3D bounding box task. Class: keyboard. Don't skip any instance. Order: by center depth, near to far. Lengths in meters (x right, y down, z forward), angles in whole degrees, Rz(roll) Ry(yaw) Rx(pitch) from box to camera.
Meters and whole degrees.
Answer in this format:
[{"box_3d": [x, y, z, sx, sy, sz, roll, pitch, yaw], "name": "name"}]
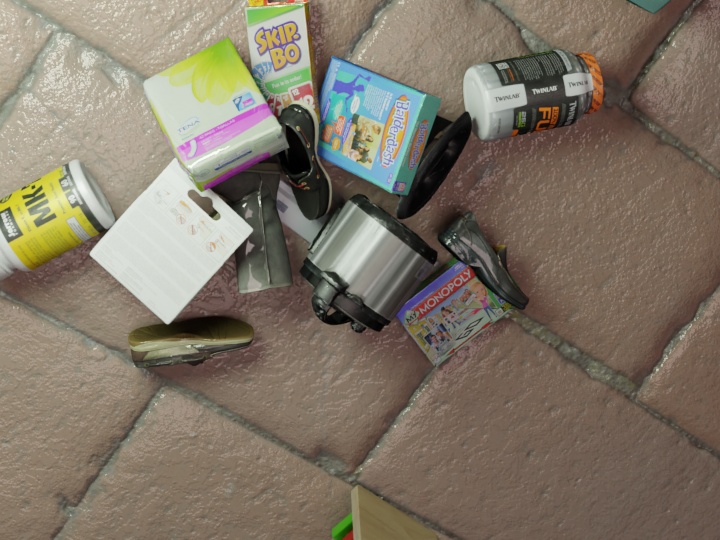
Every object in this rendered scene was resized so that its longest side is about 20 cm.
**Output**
[{"box_3d": [-0.123, -0.110, 1.663, 0.200, 0.011, 0.056, 37, 101, -21], "name": "keyboard"}]

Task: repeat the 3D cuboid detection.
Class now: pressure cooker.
[{"box_3d": [0.002, 0.002, 1.634, 0.176, 0.179, 0.200, 34, 95, -29], "name": "pressure cooker"}]

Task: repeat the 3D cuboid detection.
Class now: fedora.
[{"box_3d": [0.089, -0.181, 1.627, 0.091, 0.201, 0.201, 34, 99, 12], "name": "fedora"}]

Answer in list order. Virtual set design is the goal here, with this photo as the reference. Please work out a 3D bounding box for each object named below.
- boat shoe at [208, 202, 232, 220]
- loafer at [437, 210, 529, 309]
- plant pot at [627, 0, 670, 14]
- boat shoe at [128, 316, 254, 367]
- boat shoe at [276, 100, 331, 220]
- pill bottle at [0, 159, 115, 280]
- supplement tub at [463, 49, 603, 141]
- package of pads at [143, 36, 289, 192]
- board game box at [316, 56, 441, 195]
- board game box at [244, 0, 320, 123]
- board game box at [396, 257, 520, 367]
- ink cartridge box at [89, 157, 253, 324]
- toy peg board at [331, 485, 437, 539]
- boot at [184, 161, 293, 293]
[{"box_3d": [-0.260, -0.015, 1.624, 0.200, 0.075, 0.068, -42, 107, 2], "name": "boat shoe"}, {"box_3d": [0.219, -0.013, 1.714, 0.200, 0.073, 0.072, 43, 89, -23], "name": "loafer"}, {"box_3d": [0.459, -0.512, 1.602, 0.141, 0.141, 0.200, 23, 108, -19], "name": "plant pot"}, {"box_3d": [-0.272, 0.120, 1.674, 0.199, 0.073, 0.065, -2, 119, -9], "name": "boat shoe"}, {"box_3d": [-0.093, -0.157, 1.587, 0.073, 0.063, 0.202, 14, 134, 26], "name": "boat shoe"}, {"box_3d": [-0.477, -0.069, 1.533, 0.200, 0.114, 0.115, -30, 112, -3], "name": "pill bottle"}, {"box_3d": [0.273, -0.280, 1.640, 0.199, 0.123, 0.123, -12, 110, -9], "name": "supplement tub"}, {"box_3d": [-0.215, -0.226, 1.509, 0.154, 0.200, 0.068, -27, 151, -4], "name": "package of pads"}, {"box_3d": [0.013, -0.220, 1.562, 0.045, 0.200, 0.153, 4, 111, -50], "name": "board game box"}, {"box_3d": [-0.118, -0.318, 1.566, 0.095, 0.030, 0.201, 0, 108, 15], "name": "board game box"}, {"box_3d": [0.167, 0.055, 1.776, 0.200, 0.029, 0.135, -38, 113, 1], "name": "board game box"}, {"box_3d": [-0.280, -0.044, 1.550, 0.160, 0.047, 0.200, 43, 99, -4], "name": "ink cartridge box"}, {"box_3d": [0.042, 0.517, 1.818, 0.200, 0.199, 0.098, 36, 112, -21], "name": "toy peg board"}, {"box_3d": [-0.185, -0.065, 1.582, 0.181, 0.072, 0.201, -2, 98, -31], "name": "boot"}]
